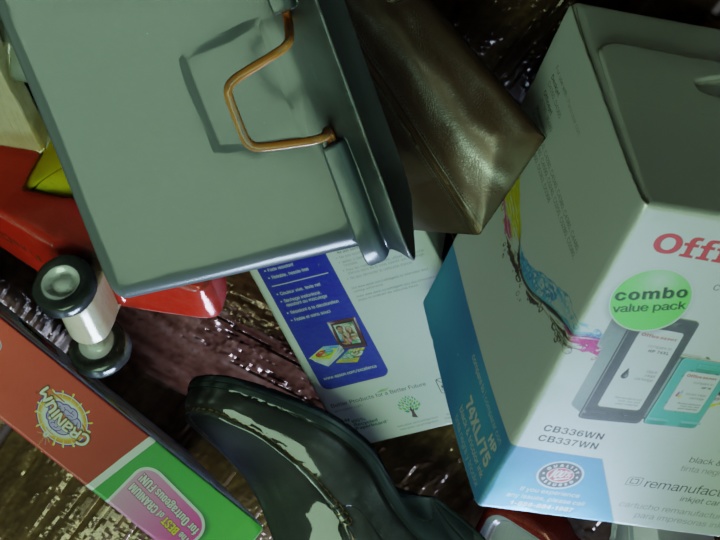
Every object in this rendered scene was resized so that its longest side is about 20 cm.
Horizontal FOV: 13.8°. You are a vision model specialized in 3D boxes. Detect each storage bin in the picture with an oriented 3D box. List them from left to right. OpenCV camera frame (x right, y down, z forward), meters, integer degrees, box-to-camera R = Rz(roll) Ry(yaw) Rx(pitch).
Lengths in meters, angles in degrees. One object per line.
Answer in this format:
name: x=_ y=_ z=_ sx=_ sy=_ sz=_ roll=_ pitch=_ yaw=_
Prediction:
storage bin: x=-0.070 y=-0.082 z=1.291 sx=0.134 sy=0.146 sz=0.200 roll=-19 pitch=111 yaw=7

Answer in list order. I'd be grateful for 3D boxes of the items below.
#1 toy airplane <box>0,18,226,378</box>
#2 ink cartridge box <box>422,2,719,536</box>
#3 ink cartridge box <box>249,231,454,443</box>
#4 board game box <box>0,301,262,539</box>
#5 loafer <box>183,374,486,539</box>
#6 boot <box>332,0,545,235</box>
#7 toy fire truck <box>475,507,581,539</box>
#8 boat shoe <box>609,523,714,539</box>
toy airplane: x=-0.155 y=-0.056 z=1.456 sx=0.199 sy=0.141 sz=0.200 roll=46 pitch=164 yaw=-15
ink cartridge box: x=0.142 y=0.002 z=1.413 sx=0.147 sy=0.146 sz=0.200 roll=8 pitch=131 yaw=-20
ink cartridge box: x=0.000 y=0.000 z=1.523 sx=0.099 sy=0.039 sz=0.200 roll=-13 pitch=126 yaw=20
board game box: x=-0.154 y=0.070 z=1.536 sx=0.200 sy=0.153 sz=0.040 roll=41 pitch=87 yaw=-21
loafer: x=-0.019 y=0.126 z=1.564 sx=0.200 sy=0.072 sz=0.073 roll=37 pitch=158 yaw=-23
boot: x=0.036 y=-0.123 z=1.361 sx=0.186 sy=0.064 sz=0.200 roll=-30 pitch=94 yaw=43
toy fire truck: x=0.109 y=0.232 z=1.660 sx=0.168 sy=0.112 sz=0.200 roll=35 pitch=129 yaw=12
boat shoe: x=0.144 y=0.177 z=1.552 sx=0.068 sy=0.200 sz=0.072 roll=-13 pitch=160 yaw=30
